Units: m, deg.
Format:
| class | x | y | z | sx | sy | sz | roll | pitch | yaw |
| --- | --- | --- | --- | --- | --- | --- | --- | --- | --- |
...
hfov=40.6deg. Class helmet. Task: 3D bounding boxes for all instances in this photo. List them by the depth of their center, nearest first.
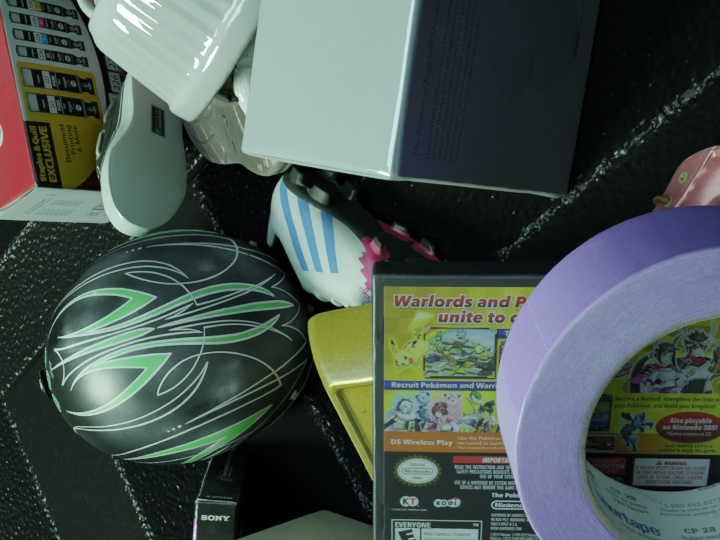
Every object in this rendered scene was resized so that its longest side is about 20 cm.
| class | x | y | z | sx | sy | sz | roll | pitch | yaw |
| --- | --- | --- | --- | --- | --- | --- | --- | --- | --- |
| helmet | -0.142 | 0.059 | 0.767 | 0.191 | 0.199 | 0.201 | -30 | 72 | 52 |

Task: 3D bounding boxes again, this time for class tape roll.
| class | x | y | z | sx | sy | sz | roll | pitch | yaw |
| --- | --- | --- | --- | --- | --- | --- | --- | --- | --- |
| tape roll | 0.172 | 0.072 | 0.489 | 0.199 | 0.066 | 0.201 | 0 | 111 | 0 |

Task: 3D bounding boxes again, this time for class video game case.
| class | x | y | z | sx | sy | sz | roll | pitch | yaw |
| --- | --- | --- | --- | --- | --- | --- | --- | --- | --- |
| video game case | 0.106 | 0.083 | 0.544 | 0.199 | 0.026 | 0.181 | 0 | 110 | 2 |

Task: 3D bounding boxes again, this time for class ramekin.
| class | x | y | z | sx | sy | sz | roll | pitch | yaw |
| --- | --- | --- | --- | --- | --- | --- | --- | --- | --- |
| ramekin | -0.110 | -0.214 | 0.674 | 0.203 | 0.094 | 0.203 | -52 | 20 | 28 |

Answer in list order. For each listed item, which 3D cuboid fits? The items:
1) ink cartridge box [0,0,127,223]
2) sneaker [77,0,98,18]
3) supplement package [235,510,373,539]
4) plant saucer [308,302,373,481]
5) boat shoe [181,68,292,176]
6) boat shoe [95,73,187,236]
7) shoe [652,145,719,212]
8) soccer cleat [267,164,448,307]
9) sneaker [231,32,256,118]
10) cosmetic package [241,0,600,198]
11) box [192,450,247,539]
| class | x | y | z | sx | sy | sz | roll | pitch | yaw |
| --- | --- | --- | --- | --- | --- | --- | --- | --- | --- |
| ink cartridge box | -0.296 | -0.150 | 0.878 | 0.084 | 0.175 | 0.201 | -22 | 78 | 36 |
| sneaker | -0.160 | -0.229 | 0.818 | 0.200 | 0.104 | 0.076 | 15 | 98 | 35 |
| supplement package | -0.047 | 0.255 | 0.677 | 0.117 | 0.200 | 0.118 | 7 | 95 | 36 |
| plant saucer | 0.070 | 0.111 | 0.626 | 0.199 | 0.048 | 0.200 | -13 | 112 | 37 |
| boat shoe | -0.090 | -0.127 | 0.789 | 0.200 | 0.072 | 0.076 | 31 | 141 | 48 |
| boat shoe | -0.192 | -0.096 | 0.835 | 0.064 | 0.071 | 0.200 | -41 | 35 | 33 |
| shoe | 0.189 | -0.017 | 0.577 | 0.199 | 0.071 | 0.091 | -14 | 81 | 32 |
| soccer cleat | 0.000 | 0.000 | 0.728 | 0.200 | 0.070 | 0.087 | 45 | 126 | 34 |
| sneaker | -0.020 | -0.184 | 0.697 | 0.080 | 0.074 | 0.201 | 0 | 58 | 27 |
| cosmetic package | 0.046 | -0.155 | 0.598 | 0.123 | 0.200 | 0.200 | 14 | 98 | 36 |
| box | -0.115 | 0.259 | 0.778 | 0.036 | 0.143 | 0.201 | 2 | 95 | -4 |
